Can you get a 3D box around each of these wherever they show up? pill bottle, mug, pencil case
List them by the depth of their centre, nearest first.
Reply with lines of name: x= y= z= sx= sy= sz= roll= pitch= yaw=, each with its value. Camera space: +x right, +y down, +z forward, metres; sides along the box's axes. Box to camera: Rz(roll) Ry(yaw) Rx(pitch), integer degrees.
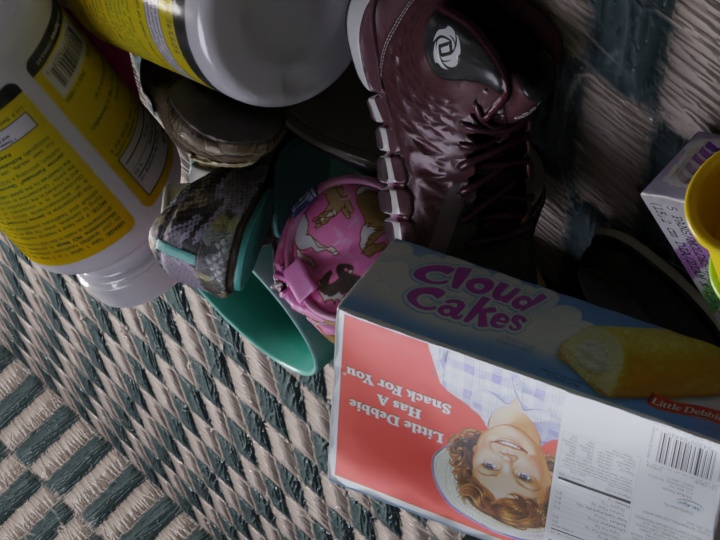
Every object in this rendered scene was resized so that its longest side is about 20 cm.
pill bottle: x=-0.095 y=-0.166 z=0.975 sx=0.200 sy=0.114 sz=0.114 roll=27 pitch=155 yaw=46
pencil case: x=0.000 y=0.000 z=1.020 sx=0.086 sy=0.083 sz=0.200 roll=21 pitch=176 yaw=6
pill bottle: x=-0.177 y=-0.070 z=1.037 sx=0.112 sy=0.112 sz=0.200 roll=26 pitch=160 yaw=48
mug: x=-0.041 y=-0.026 z=1.180 sx=0.152 sy=0.114 sz=0.185 roll=45 pitch=163 yaw=1

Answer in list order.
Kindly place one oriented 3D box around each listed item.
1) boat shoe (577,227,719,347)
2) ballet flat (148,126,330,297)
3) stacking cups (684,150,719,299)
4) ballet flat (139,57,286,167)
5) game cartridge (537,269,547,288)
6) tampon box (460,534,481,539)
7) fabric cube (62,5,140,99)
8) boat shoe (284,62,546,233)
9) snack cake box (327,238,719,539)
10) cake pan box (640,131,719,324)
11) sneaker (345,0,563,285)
boat shoe: x=0.171 y=0.063 z=0.982 sx=0.074 sy=0.063 sz=0.201 roll=22 pitch=150 yaw=55
ballet flat: x=-0.070 y=-0.043 z=1.002 sx=0.072 sy=0.072 sz=0.200 roll=46 pitch=-158 yaw=-4
stacking cups: x=0.182 y=0.033 z=0.721 sx=0.060 sy=0.061 sz=0.200 roll=30 pitch=159 yaw=41
ballet flat: x=-0.089 y=-0.089 z=1.000 sx=0.200 sy=0.067 sz=0.046 roll=-131 pitch=49 yaw=-62
game cartridge: x=0.135 y=0.097 z=1.042 sx=0.176 sy=0.032 sz=0.200 roll=59 pitch=-172 yaw=-39
tampon box: x=0.186 y=0.215 z=1.186 sx=0.150 sy=0.126 sz=0.200 roll=52 pitch=161 yaw=-23
fabric cube: x=-0.278 y=-0.172 z=1.137 sx=0.200 sy=0.196 sz=0.199 roll=57 pitch=-171 yaw=-36
boat shoe: x=0.018 y=-0.070 z=1.012 sx=0.200 sy=0.073 sz=0.063 roll=31 pitch=156 yaw=26
snack cake box: x=0.087 y=0.075 z=0.866 sx=0.200 sy=0.067 sz=0.115 roll=19 pitch=131 yaw=19
cake pan box: x=0.232 y=0.028 z=0.772 sx=0.184 sy=0.052 sz=0.200 roll=15 pitch=146 yaw=55
sneaker: x=0.061 y=-0.057 z=0.871 sx=0.115 sy=0.076 sz=0.200 roll=-3 pitch=110 yaw=58
